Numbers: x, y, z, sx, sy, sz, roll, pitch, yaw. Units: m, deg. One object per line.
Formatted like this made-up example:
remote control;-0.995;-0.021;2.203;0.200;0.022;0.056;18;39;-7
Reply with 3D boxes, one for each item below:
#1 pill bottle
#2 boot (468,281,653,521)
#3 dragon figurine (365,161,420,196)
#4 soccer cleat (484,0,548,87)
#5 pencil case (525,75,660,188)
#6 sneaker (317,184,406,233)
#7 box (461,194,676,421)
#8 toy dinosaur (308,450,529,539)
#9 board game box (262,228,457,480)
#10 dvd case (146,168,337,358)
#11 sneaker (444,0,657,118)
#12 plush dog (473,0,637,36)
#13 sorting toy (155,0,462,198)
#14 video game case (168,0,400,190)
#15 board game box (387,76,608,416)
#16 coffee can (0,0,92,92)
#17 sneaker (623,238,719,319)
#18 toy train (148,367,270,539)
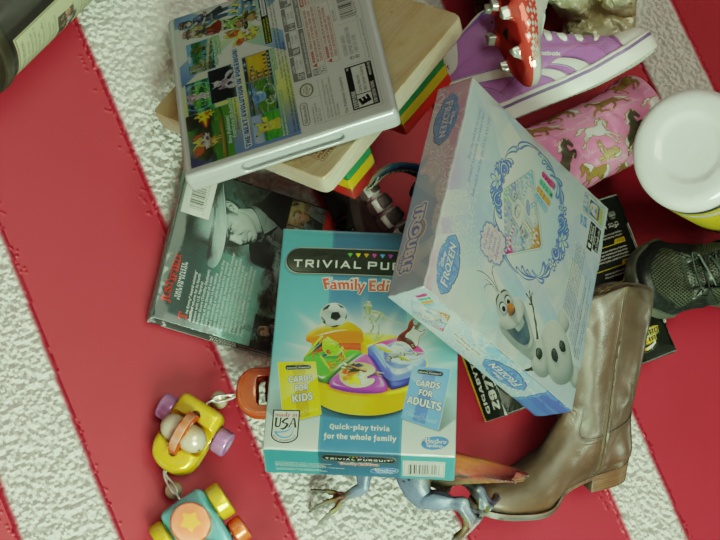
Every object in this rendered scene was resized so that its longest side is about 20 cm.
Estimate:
pill bottle;0.335;-0.096;1.491;0.199;0.111;0.113;16;63;-61
boot;0.176;0.107;1.385;0.185;0.064;0.202;-14;120;-37
dragon figurine;0.097;-0.060;1.375;0.099;0.059;0.199;42;18;32
soccer cleat;0.151;-0.264;1.439;0.084;0.069;0.202;-8;74;-13
pencil case;0.198;-0.117;1.502;0.199;0.083;0.087;-23;81;-24
sneaker;0.000;0.000;1.379;0.115;0.076;0.200;-43;83;-10
box;0.178;0.032;1.473;0.198;0.049;0.161;-18;85;-25
toy dinosaur;0.040;0.141;1.334;0.182;0.200;0.105;46;39;8
board game box;0.004;0.065;1.281;0.149;0.047;0.202;2;59;2
dvd case;-0.077;0.004;1.396;0.198;0.022;0.148;17;70;-18
sneaker;0.169;-0.211;1.480;0.199;0.073;0.115;-21;91;3
plush dog;0.181;-0.310;1.528;0.170;0.161;0.202;1;73;4
sorting toy;-0.039;-0.155;1.380;0.198;0.070;0.200;23;63;33
video game case;-0.069;-0.168;1.340;0.180;0.022;0.201;-17;49;6
board game box;0.117;-0.017;1.294;0.199;0.043;0.202;40;52;-35
coffee can;-0.282;-0.268;1.321;0.146;0.146;0.200;42;65;-6
sneaker;0.334;-0.003;1.478;0.198;0.114;0.077;1;72;-41
toy train;-0.101;0.159;1.299;0.148;0.056;0.202;4;75;4
